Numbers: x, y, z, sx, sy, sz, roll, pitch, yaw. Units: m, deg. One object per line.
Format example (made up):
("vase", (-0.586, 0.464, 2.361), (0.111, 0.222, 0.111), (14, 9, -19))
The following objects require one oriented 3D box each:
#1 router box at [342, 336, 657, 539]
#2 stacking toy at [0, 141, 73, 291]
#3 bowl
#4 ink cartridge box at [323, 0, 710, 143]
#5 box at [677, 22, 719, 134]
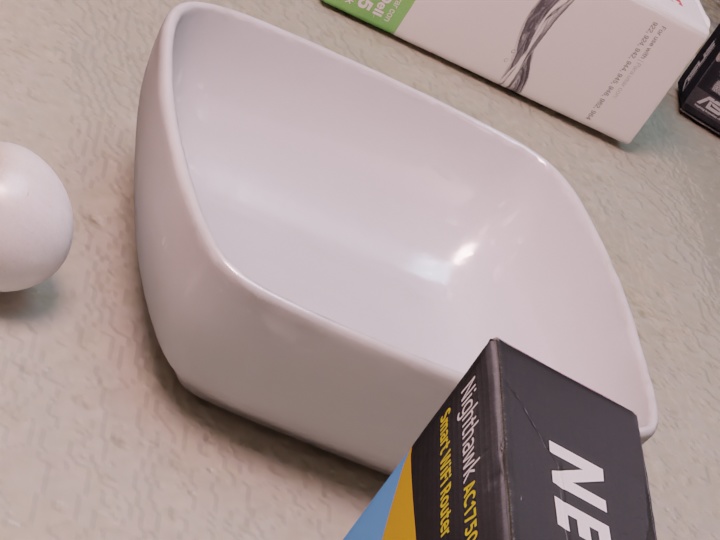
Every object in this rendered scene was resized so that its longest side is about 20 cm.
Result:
("router box", (0.015, 0.132, 0.471), (0.051, 0.150, 0.201), (27, 28, -15))
("stacking toy", (-0.168, -0.055, 0.625), (0.200, 0.146, 0.147), (36, 21, -39))
("bowl", (0.000, 0.000, 0.747), (0.198, 0.075, 0.201), (23, 30, -23))
("ink cartridge box", (0.077, -0.172, 1.094), (0.199, 0.084, 0.146), (23, 30, -20))
("box", (0.313, -0.115, 1.184), (0.199, 0.162, 0.049), (30, 27, -7))
